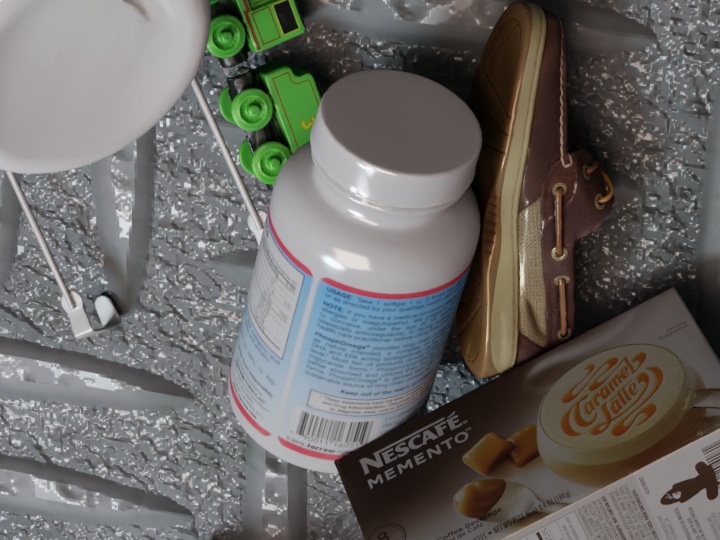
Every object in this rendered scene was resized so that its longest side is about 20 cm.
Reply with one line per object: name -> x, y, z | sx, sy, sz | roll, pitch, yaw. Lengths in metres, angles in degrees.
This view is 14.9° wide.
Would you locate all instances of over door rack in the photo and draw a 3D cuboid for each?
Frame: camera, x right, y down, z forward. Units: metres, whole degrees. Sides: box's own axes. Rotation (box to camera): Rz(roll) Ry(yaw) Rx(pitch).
over door rack -> -0.140, -0.063, 1.464 | 0.147, 0.067, 0.201 | -22, 107, 28

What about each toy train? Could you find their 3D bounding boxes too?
toy train -> -0.061, -0.137, 1.407 | 0.056, 0.042, 0.201 | -23, 107, -11

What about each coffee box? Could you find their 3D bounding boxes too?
coffee box -> 0.101, 0.110, 1.390 | 0.199, 0.115, 0.080 | -27, 126, 3

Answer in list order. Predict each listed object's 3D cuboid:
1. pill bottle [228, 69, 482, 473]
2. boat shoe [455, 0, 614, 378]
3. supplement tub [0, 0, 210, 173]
pill bottle -> 0.000, 0.000, 1.405 | 0.108, 0.109, 0.201 | 22, 131, 7
boat shoe -> 0.094, -0.040, 1.403 | 0.072, 0.072, 0.201 | -2, 111, -14
supplement tub -> -0.176, -0.159, 1.336 | 0.200, 0.144, 0.145 | 53, 131, 36
